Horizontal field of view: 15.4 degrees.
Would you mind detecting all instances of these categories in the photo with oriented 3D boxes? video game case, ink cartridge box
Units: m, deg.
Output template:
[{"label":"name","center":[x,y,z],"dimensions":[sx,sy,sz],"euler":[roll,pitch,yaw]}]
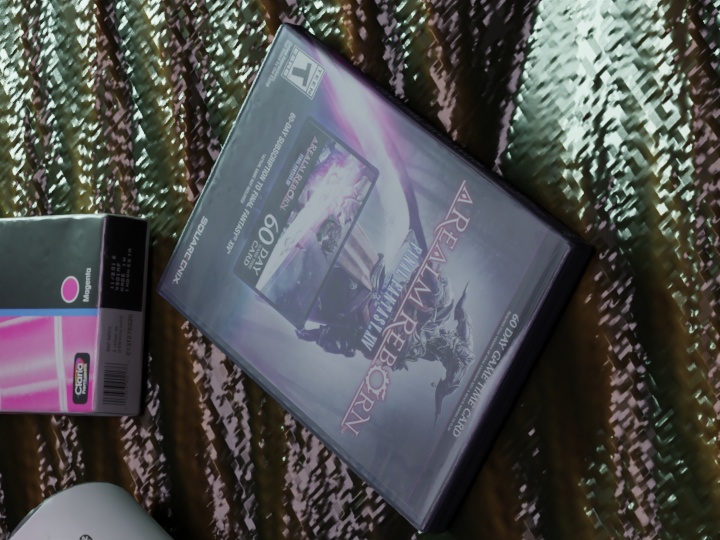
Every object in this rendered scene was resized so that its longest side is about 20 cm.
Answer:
[{"label":"video game case","center":[0.000,0.000,1.165],"dimensions":[0.200,0.019,0.143],"euler":[40,111,38]},{"label":"ink cartridge box","center":[-0.184,0.023,1.318],"dimensions":[0.200,0.037,0.095],"euler":[-2,84,44]}]

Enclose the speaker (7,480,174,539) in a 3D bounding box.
[{"label":"speaker","center":[-0.077,0.180,1.171],"dimensions":[0.200,0.081,0.081],"euler":[40,111,37]}]
